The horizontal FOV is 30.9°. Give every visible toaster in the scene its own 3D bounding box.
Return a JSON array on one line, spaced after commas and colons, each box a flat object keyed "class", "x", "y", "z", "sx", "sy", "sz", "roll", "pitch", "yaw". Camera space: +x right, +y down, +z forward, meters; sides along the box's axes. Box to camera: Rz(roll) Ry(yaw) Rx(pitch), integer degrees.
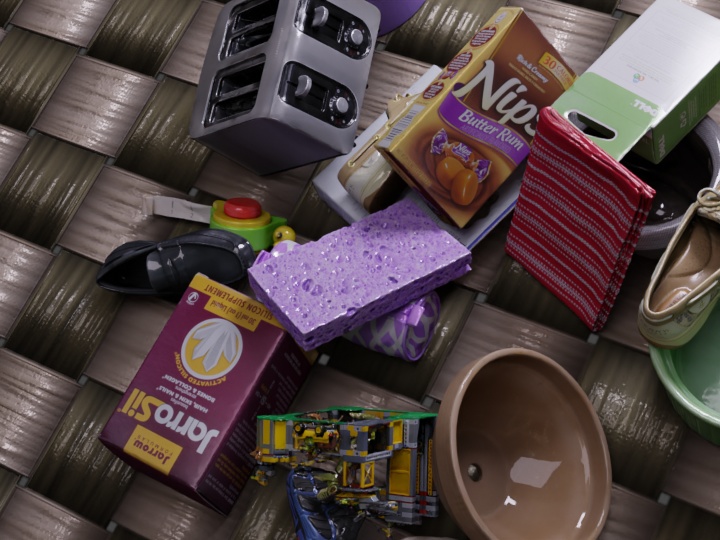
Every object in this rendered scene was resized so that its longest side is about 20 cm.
[{"class": "toaster", "x": -0.087, "y": -0.212, "z": 1.441, "sx": 0.199, "sy": 0.118, "sz": 0.183, "roll": -8, "pitch": 63, "yaw": 50}]

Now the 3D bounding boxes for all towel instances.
[{"class": "towel", "x": 0.206, "y": -0.047, "z": 1.271, "sx": 0.022, "sy": 0.201, "sz": 0.145, "roll": -28, "pitch": 57, "yaw": -29}]

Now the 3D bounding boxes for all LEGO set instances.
[{"class": "LEGO set", "x": -0.009, "y": 0.194, "z": 1.220, "sx": 0.152, "sy": 0.200, "sz": 0.117, "roll": 1, "pitch": 89, "yaw": 21}]

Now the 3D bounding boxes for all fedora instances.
[{"class": "fedora", "x": 0.286, "y": -0.087, "z": 1.325, "sx": 0.177, "sy": 0.090, "sz": 0.200, "roll": -42, "pitch": 54, "yaw": -9}]

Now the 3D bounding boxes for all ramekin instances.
[{"class": "ramekin", "x": 0.370, "y": 0.073, "z": 1.219, "sx": 0.198, "sy": 0.098, "sz": 0.202, "roll": -6, "pitch": 63, "yaw": 13}]

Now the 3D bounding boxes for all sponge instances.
[{"class": "sponge", "x": 0.000, "y": 0.000, "z": 1.303, "sx": 0.199, "sy": 0.030, "sz": 0.112, "roll": -25, "pitch": 47, "yaw": -22}]

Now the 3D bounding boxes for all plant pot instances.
[{"class": "plant pot", "x": 0.133, "y": 0.181, "z": 1.211, "sx": 0.092, "sy": 0.200, "sz": 0.203, "roll": -28, "pitch": 49, "yaw": 49}]

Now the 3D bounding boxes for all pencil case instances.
[{"class": "pencil case", "x": -0.015, "y": 0.028, "z": 1.356, "sx": 0.198, "sy": 0.086, "sz": 0.084, "roll": 18, "pitch": 69, "yaw": 22}]

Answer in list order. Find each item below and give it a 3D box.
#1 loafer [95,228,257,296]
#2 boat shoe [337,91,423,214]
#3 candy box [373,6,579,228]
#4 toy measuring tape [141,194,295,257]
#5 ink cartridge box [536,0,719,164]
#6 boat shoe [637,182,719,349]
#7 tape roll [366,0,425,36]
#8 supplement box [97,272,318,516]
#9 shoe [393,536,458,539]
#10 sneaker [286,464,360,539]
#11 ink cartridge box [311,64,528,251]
[{"class": "loafer", "x": -0.199, "y": -0.001, "z": 1.404, "sx": 0.199, "sy": 0.069, "sz": 0.070, "roll": -4, "pitch": 26, "yaw": 33}, {"class": "boat shoe", "x": 0.052, "y": -0.154, "z": 1.386, "sx": 0.066, "sy": 0.074, "sz": 0.200, "roll": 37, "pitch": 78, "yaw": 22}, {"class": "candy box", "x": 0.123, "y": -0.157, "z": 1.333, "sx": 0.200, "sy": 0.117, "sz": 0.056, "roll": -48, "pitch": 23, "yaw": -6}, {"class": "toy measuring tape", "x": -0.167, "y": -0.051, "z": 1.441, "sx": 0.198, "sy": 0.074, "sz": 0.074, "roll": 12, "pitch": 68, "yaw": 18}, {"class": "ink cartridge box", "x": 0.280, "y": -0.174, "z": 1.288, "sx": 0.200, "sy": 0.059, "sz": 0.104, "roll": -44, "pitch": 55, "yaw": -15}, {"class": "boat shoe", "x": 0.320, "y": -0.021, "z": 1.185, "sx": 0.073, "sy": 0.063, "sz": 0.201, "roll": 26, "pitch": 74, "yaw": 26}, {"class": "tape roll", "x": -0.011, "y": -0.379, "z": 1.558, "sx": 0.198, "sy": 0.085, "sz": 0.202, "roll": -6, "pitch": 63, "yaw": 12}, {"class": "supplement box", "x": -0.153, "y": 0.126, "z": 1.334, "sx": 0.130, "sy": 0.103, "sz": 0.201, "roll": 22, "pitch": 72, "yaw": 23}, {"class": "shoe", "x": 0.098, "y": 0.283, "z": 1.215, "sx": 0.198, "sy": 0.053, "sz": 0.071, "roll": 5, "pitch": 66, "yaw": 18}, {"class": "sneaker", "x": -0.038, "y": 0.271, "z": 1.247, "sx": 0.079, "sy": 0.075, "sz": 0.201, "roll": -54, "pitch": 37, "yaw": 32}, {"class": "ink cartridge box", "x": 0.082, "y": -0.099, "z": 1.417, "sx": 0.199, "sy": 0.041, "sz": 0.200, "roll": -43, "pitch": 61, "yaw": -8}]
